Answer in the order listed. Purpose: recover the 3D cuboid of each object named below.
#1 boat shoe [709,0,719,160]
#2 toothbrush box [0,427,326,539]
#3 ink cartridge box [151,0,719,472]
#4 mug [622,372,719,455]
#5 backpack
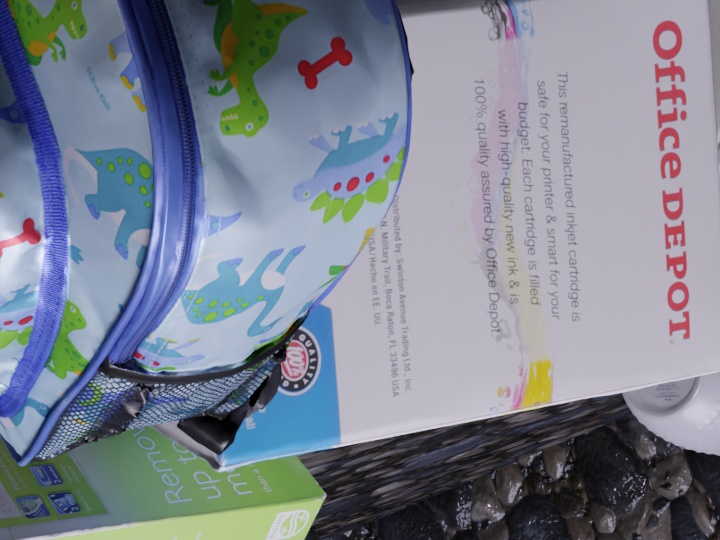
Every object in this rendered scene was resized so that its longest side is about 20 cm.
[{"bbox_3d":[0.172,-0.097,1.143,0.060,0.074,0.200,-10,140,-22],"label":"boat shoe"},{"bbox_3d":[-0.138,0.077,0.982,0.200,0.146,0.086,-4,132,-40],"label":"toothbrush box"},{"bbox_3d":[0.011,-0.029,0.940,0.199,0.148,0.145,-8,-168,-22],"label":"ink cartridge box"},{"bbox_3d":[0.297,0.090,2.387,0.200,0.148,0.175,11,-178,38],"label":"mug"},{"bbox_3d":[-0.081,-0.050,0.721,0.147,0.183,0.200,-15,164,-30],"label":"backpack"}]
